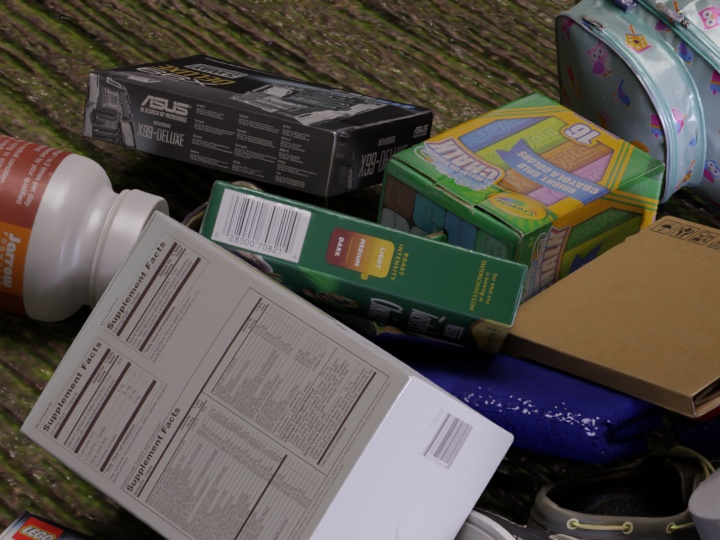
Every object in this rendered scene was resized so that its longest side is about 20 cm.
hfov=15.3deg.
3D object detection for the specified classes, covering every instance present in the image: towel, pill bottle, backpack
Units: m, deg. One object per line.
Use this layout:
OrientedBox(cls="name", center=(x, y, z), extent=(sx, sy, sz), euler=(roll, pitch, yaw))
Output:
OrientedBox(cls="towel", center=(0.078, 0.084, 1.660), extent=(0.199, 0.050, 0.148), euler=(10, 9, 22))
OrientedBox(cls="pill bottle", center=(-0.232, -0.031, 1.755), extent=(0.199, 0.113, 0.112), euler=(14, 34, 10))
OrientedBox(cls="backpack", center=(0.242, -0.136, 1.966), extent=(0.200, 0.176, 0.153), euler=(33, 58, 31))

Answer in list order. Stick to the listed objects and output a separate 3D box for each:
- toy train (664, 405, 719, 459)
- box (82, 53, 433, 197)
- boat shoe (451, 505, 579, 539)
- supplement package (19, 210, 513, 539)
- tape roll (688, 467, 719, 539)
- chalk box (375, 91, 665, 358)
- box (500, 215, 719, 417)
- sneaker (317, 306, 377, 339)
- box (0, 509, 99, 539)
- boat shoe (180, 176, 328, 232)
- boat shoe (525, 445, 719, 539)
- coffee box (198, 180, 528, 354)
OrientedBox(cls="toy train", center=(0.270, 0.033, 1.720), extent=(0.200, 0.085, 0.116), euler=(-36, 43, 1))
OrientedBox(cls="box", center=(-0.072, -0.104, 1.891), extent=(0.199, 0.050, 0.158), euler=(15, 14, 25))
OrientedBox(cls="boat shoe", center=(0.112, 0.184, 1.548), extent=(0.199, 0.074, 0.060), euler=(23, 26, 32))
OrientedBox(cls="supplement package", center=(-0.052, 0.093, 1.525), extent=(0.200, 0.151, 0.152), euler=(31, -1, 31))
OrientedBox(cls="tape roll", center=(0.293, 0.129, 1.554), extent=(0.199, 0.066, 0.200), euler=(-24, 6, 3))
OrientedBox(cls="chalk box", center=(0.090, -0.016, 1.795), extent=(0.124, 0.125, 0.200), euler=(32, 41, 32))
OrientedBox(cls="box", center=(0.200, 0.026, 1.680), extent=(0.163, 0.021, 0.200), euler=(-30, 27, -26))
OrientedBox(cls="sneaker", center=(-0.075, 0.038, 1.720), extent=(0.199, 0.075, 0.085), euler=(-14, 40, -30))
OrientedBox(cls="box", center=(-0.130, 0.209, 1.491), extent=(0.199, 0.035, 0.110), euler=(20, 35, 16))
OrientedBox(cls="boat shoe", center=(-0.076, -0.031, 1.831), extent=(0.072, 0.065, 0.200), euler=(19, 34, 20))
OrientedBox(cls="boat shoe", center=(0.187, 0.144, 1.634), extent=(0.201, 0.061, 0.072), euler=(-12, 38, -28))
OrientedBox(cls="coffee box", center=(0.000, 0.000, 1.649), extent=(0.199, 0.044, 0.123), euler=(15, -10, -1))
